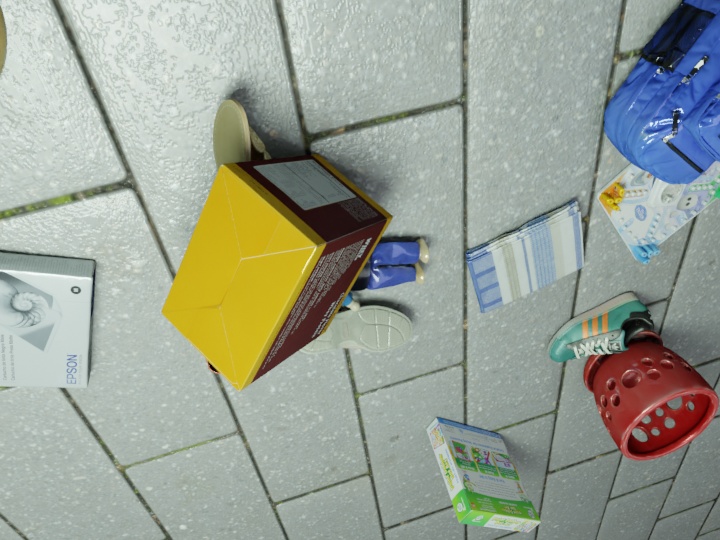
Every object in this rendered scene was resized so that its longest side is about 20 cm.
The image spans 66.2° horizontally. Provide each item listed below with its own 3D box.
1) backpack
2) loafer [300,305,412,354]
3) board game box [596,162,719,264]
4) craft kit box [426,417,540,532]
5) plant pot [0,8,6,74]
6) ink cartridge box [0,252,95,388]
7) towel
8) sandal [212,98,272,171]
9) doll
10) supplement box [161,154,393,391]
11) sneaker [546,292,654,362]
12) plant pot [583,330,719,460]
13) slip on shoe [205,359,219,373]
[{"bbox_3d":[0.426,-0.216,0.710,0.159,0.170,0.202,25,120,-24],"label":"backpack"},{"bbox_3d":[-0.015,0.090,0.871,0.193,0.063,0.075,-2,94,-21],"label":"loafer"},{"bbox_3d":[0.502,-0.127,0.890,0.199,0.026,0.199,-42,127,15],"label":"board game box"},{"bbox_3d":[0.240,0.403,1.092,0.196,0.200,0.049,23,117,-30],"label":"craft kit box"},{"bbox_3d":[-0.436,-0.232,0.501,0.193,0.028,0.205,-10,128,-12],"label":"plant pot"},{"bbox_3d":[-0.452,0.068,0.712,0.193,0.041,0.204,6,124,-22],"label":"ink cartridge box"},{"bbox_3d":[0.271,-0.018,0.899,0.195,0.024,0.149,-25,132,4],"label":"towel"},{"bbox_3d":[-0.134,-0.114,0.677,0.068,0.078,0.216,-22,142,-35],"label":"sandal"},{"bbox_3d":[0.000,0.000,0.805,0.193,0.049,0.140,-3,126,-16],"label":"doll"},{"bbox_3d":[-0.091,-0.009,0.649,0.200,0.132,0.199,-58,166,26],"label":"supplement box"},{"bbox_3d":[0.444,0.122,1.021,0.197,0.081,0.072,-33,129,8],"label":"sneaker"},{"bbox_3d":[0.545,0.231,1.072,0.193,0.185,0.205,-9,129,-12],"label":"plant pot"},{"bbox_3d":[-0.197,0.062,0.779,0.071,0.062,0.205,0,125,-15],"label":"slip on shoe"}]
